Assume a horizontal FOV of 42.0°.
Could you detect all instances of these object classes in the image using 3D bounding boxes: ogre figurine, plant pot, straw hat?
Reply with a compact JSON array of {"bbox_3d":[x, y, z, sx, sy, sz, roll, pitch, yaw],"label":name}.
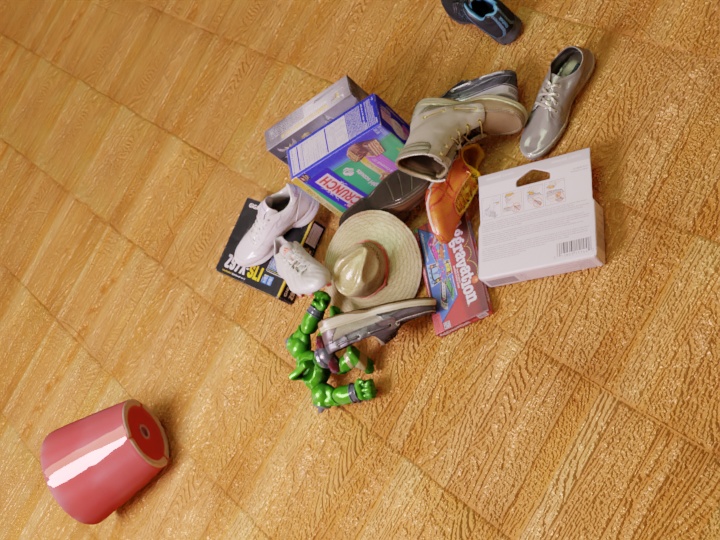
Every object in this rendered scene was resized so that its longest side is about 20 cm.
[{"bbox_3d":[-0.059,0.146,1.581,0.119,0.098,0.202,-36,89,21],"label":"ogre figurine"},{"bbox_3d":[-0.472,0.348,1.772,0.175,0.200,0.203,-32,53,11],"label":"plant pot"},{"bbox_3d":[0.000,0.000,1.570,0.197,0.085,0.206,1,92,28],"label":"straw hat"}]

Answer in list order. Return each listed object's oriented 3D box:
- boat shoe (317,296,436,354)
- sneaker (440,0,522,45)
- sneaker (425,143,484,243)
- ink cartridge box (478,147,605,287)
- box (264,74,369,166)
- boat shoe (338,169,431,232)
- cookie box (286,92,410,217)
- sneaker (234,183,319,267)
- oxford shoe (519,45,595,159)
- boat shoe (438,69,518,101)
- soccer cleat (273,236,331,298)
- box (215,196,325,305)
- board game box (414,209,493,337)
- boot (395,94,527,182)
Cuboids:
[{"bbox_3d":[0.032,0.089,1.517,0.195,0.073,0.066,-13,86,6],"label":"boat shoe"},{"bbox_3d":[0.205,-0.475,1.666,0.074,0.081,0.200,-55,47,6],"label":"sneaker"},{"bbox_3d":[0.157,-0.134,1.536,0.076,0.073,0.203,-11,50,37],"label":"sneaker"},{"bbox_3d":[0.278,-0.079,1.457,0.197,0.044,0.180,-12,64,33],"label":"ink cartridge box"},{"bbox_3d":[-0.053,-0.251,1.718,0.198,0.158,0.049,-29,55,23],"label":"box"},{"bbox_3d":[0.056,-0.114,1.635,0.198,0.068,0.073,-29,46,27],"label":"boat shoe"},{"bbox_3d":[-0.002,-0.192,1.645,0.198,0.170,0.076,-29,52,25],"label":"cookie box"},{"bbox_3d":[-0.171,-0.089,1.717,0.199,0.099,0.076,-42,53,17],"label":"sneaker"},{"bbox_3d":[0.310,-0.276,1.512,0.075,0.057,0.203,30,92,39],"label":"oxford shoe"},{"bbox_3d":[0.181,-0.293,1.612,0.197,0.071,0.069,-16,55,36],"label":"boat shoe"},{"bbox_3d":[-0.109,-0.008,1.616,0.068,0.079,0.199,-28,21,-15],"label":"soccer cleat"},{"bbox_3d":[-0.175,-0.040,1.795,0.198,0.049,0.163,21,86,42],"label":"box"},{"bbox_3d":[0.150,-0.001,1.540,0.102,0.019,0.204,-26,56,25],"label":"board game box"},{"bbox_3d":[0.164,-0.213,1.521,0.196,0.073,0.156,4,48,21],"label":"boot"}]
